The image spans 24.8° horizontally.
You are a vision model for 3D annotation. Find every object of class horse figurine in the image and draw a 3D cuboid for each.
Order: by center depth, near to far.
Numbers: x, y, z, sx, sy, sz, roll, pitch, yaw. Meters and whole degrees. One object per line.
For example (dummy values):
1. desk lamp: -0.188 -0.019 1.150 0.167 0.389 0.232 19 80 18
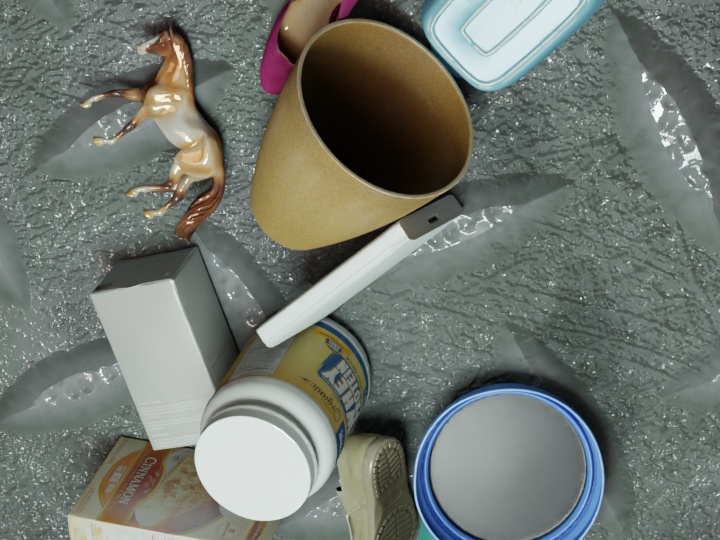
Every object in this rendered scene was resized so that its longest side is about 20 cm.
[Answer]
1. horse figurine: -0.193 -0.132 1.650 0.132 0.050 0.201 -27 99 10

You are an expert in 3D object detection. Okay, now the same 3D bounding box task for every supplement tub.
1. supplement tub: -0.080 0.148 1.683 0.143 0.200 0.146 8 120 13

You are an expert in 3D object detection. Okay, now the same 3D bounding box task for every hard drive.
1. hard drive: 0.000 0.000 1.618 0.200 0.132 0.026 -37 86 30

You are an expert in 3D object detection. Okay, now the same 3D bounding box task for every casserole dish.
1. casserole dish: 0.138 -0.244 1.499 0.121 0.039 0.200 44 120 -9

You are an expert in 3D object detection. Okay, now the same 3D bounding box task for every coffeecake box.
1. coffeecake box: -0.200 0.270 1.815 0.198 0.154 0.074 8 120 13

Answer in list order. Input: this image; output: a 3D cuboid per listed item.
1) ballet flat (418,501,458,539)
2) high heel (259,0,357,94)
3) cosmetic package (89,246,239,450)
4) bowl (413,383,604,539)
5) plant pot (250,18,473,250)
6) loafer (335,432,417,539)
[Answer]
1. ballet flat: 0.089 0.323 1.815 0.065 0.071 0.201 8 126 -17
2. high heel: -0.051 -0.234 1.526 0.067 0.096 0.201 38 121 5
3. cosmetic package: -0.199 0.085 1.757 0.106 0.090 0.202 -8 112 21
4. bowl: 0.154 0.213 1.706 0.198 0.039 0.203 1 104 3
5. plant pot: -0.022 -0.104 1.556 0.186 0.187 0.200 40 139 -6
6. loafer: 0.014 0.250 1.788 0.068 0.075 0.202 29 135 37
